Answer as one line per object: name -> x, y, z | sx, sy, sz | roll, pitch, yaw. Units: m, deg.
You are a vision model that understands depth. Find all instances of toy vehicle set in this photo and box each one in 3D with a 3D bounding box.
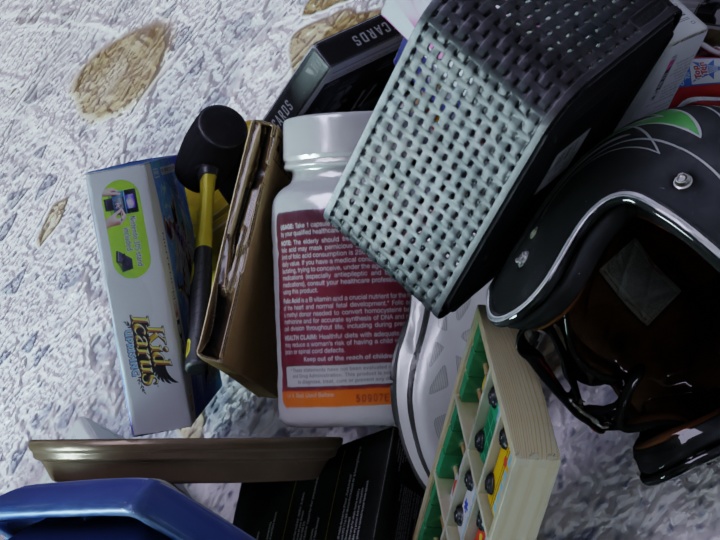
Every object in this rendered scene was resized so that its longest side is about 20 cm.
toy vehicle set -> 0.069, 0.136, 1.262 | 0.124, 0.026, 0.200 | -101, 19, -49

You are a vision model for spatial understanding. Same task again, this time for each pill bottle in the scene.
pill bottle -> 0.000, 0.000, 1.425 | 0.114, 0.114, 0.201 | -3, 88, 50

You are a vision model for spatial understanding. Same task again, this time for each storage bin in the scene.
storage bin -> 0.078, -0.085, 1.218 | 0.135, 0.094, 0.200 | -38, -15, -41

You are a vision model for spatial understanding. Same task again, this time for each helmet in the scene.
helmet -> 0.186, 0.002, 1.200 | 0.191, 0.200, 0.200 | -40, 35, 21

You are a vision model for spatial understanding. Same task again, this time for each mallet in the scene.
mallet -> -0.111, -0.015, 1.504 | 0.066, 0.041, 0.200 | 131, 147, -60

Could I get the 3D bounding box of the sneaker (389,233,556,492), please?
sneaker -> 0.084, 0.045, 1.344 | 0.115, 0.076, 0.201 | -3, 84, 46

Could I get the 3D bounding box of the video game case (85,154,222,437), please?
video game case -> -0.143, 0.012, 1.546 | 0.045, 0.182, 0.200 | -9, 5, 3

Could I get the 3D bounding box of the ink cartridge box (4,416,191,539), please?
ink cartridge box -> -0.181, 0.206, 1.516 | 0.145, 0.084, 0.200 | -58, 21, 2

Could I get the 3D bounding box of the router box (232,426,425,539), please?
router box -> -0.030, 0.211, 1.395 | 0.149, 0.051, 0.200 | -23, 44, 41

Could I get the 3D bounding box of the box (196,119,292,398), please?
box -> -0.066, -0.002, 1.506 | 0.021, 0.200, 0.164 | 11, 82, 10

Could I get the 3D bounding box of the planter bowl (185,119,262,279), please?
planter bowl -> -0.083, -0.054, 1.678 | 0.200, 0.083, 0.201 | -32, 38, 29

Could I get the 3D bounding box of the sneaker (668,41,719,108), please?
sneaker -> 0.250, -0.116, 1.297 | 0.200, 0.112, 0.071 | -35, 38, 25

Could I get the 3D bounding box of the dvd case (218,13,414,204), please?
dvd case -> -0.009, -0.126, 1.544 | 0.150, 0.025, 0.200 | -29, -12, -33

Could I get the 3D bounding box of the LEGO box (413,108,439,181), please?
LEGO box -> 0.123, -0.116, 1.487 | 0.149, 0.077, 0.200 | 20, 76, 56

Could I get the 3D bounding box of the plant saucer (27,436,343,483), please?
plant saucer -> -0.110, 0.120, 1.383 | 0.200, 0.200, 0.030 | -5, 85, 49

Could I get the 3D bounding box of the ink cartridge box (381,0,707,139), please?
ink cartridge box -> 0.098, -0.132, 1.324 | 0.196, 0.043, 0.200 | 47, 138, 23

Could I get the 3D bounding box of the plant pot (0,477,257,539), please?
plant pot -> -0.142, 0.234, 1.299 | 0.200, 0.200, 0.180 | -11, 51, 48

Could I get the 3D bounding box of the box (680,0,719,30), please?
box -> 0.195, -0.212, 1.381 | 0.117, 0.199, 0.060 | -98, 18, -46
